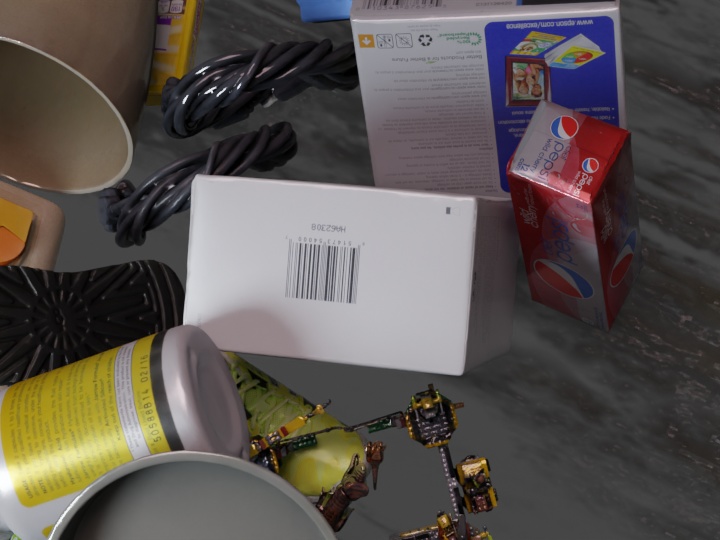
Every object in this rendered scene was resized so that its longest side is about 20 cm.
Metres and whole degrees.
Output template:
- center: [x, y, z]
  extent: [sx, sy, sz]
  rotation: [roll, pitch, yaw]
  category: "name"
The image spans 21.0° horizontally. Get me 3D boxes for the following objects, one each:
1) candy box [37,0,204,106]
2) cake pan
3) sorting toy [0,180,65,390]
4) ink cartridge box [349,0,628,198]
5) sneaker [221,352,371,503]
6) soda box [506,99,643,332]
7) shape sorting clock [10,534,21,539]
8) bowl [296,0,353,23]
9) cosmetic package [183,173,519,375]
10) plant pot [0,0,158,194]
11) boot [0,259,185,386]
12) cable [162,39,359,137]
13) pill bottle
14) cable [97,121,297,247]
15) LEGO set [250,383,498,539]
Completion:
- center: [-0.235, -0.187, 1.632]
  extent: [0.198, 0.026, 0.103]
  rotation: [1, 67, 11]
  category: "candy box"
- center: [-0.102, 0.201, 1.216]
  extent: [0.198, 0.037, 0.202]
  rotation: [0, 107, 2]
  category: "cake pan"
- center: [-0.324, -0.002, 1.474]
  extent: [0.036, 0.199, 0.187]
  rotation: [-25, 47, 50]
  category: "sorting toy"
- center: [0.101, -0.115, 1.447]
  extent: [0.195, 0.201, 0.047]
  rotation: [-2, 40, 9]
  category: "ink cartridge box"
- center: [-0.083, 0.107, 1.421]
  extent: [0.199, 0.077, 0.076]
  rotation: [23, 67, 18]
  category: "sneaker"
- center: [0.155, -0.035, 1.377]
  extent: [0.070, 0.200, 0.064]
  rotation: [23, 70, 21]
  category: "soda box"
- center: [-0.215, 0.241, 1.341]
  extent: [0.200, 0.039, 0.201]
  rotation: [-37, 36, 33]
  category: "shape sorting clock"
- center: [0.046, -0.220, 1.512]
  extent: [0.198, 0.201, 0.040]
  rotation: [-4, 98, 9]
  category: "bowl"
- center: [0.000, 0.000, 1.376]
  extent: [0.197, 0.200, 0.124]
  rotation: [5, 94, 14]
  category: "cosmetic package"
- center: [-0.235, -0.198, 1.537]
  extent: [0.185, 0.188, 0.201]
  rotation: [9, 57, 15]
  category: "plant pot"
- center: [-0.241, 0.045, 1.379]
  extent: [0.209, 0.157, 0.080]
  rotation: [-3, 83, -32]
  category: "boot"
- center: [-0.074, -0.139, 1.487]
  extent: [0.161, 0.200, 0.051]
  rotation: [-12, 90, -4]
  category: "cable"
- center: [-0.182, 0.117, 1.278]
  extent: [0.198, 0.111, 0.112]
  rotation: [-19, 60, 12]
  category: "pill bottle"
- center: [-0.119, -0.067, 1.471]
  extent: [0.162, 0.200, 0.051]
  rotation: [-23, 94, -12]
  category: "cable"
- center: [-0.001, 0.163, 1.329]
  extent: [0.198, 0.116, 0.156]
  rotation: [-7, 90, 0]
  category: "LEGO set"
